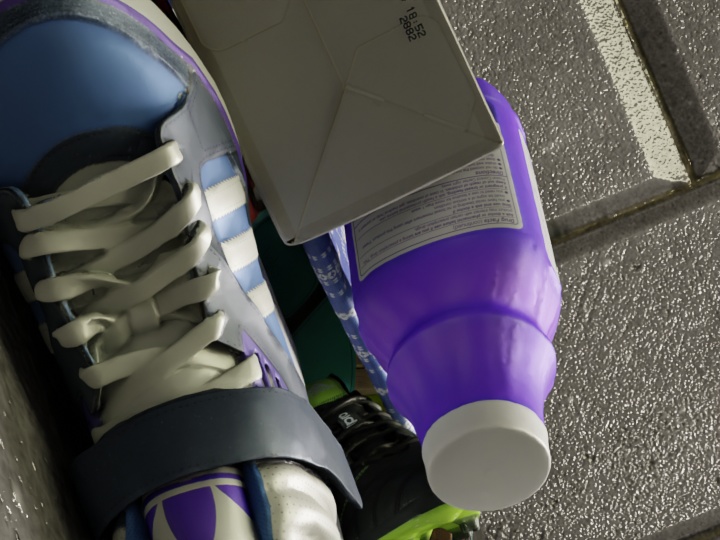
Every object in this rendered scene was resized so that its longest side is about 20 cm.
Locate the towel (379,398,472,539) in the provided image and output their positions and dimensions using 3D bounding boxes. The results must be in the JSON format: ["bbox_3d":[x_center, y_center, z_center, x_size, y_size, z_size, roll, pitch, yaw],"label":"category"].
[{"bbox_3d":[0.026,0.042,1.103,0.147,0.022,0.201,23,-68,61],"label":"towel"}]

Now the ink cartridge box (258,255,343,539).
[{"bbox_3d":[-0.061,0.017,0.797,0.163,0.050,0.201,-107,175,-52],"label":"ink cartridge box"}]

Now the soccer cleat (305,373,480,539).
[{"bbox_3d":[-0.004,0.085,0.897,0.081,0.067,0.200,71,-18,1],"label":"soccer cleat"}]

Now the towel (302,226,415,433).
[{"bbox_3d":[0.000,0.000,0.955,0.145,0.024,0.201,-104,169,-57],"label":"towel"}]

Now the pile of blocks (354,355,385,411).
[{"bbox_3d":[-0.016,0.032,1.093,0.082,0.062,0.201,40,-54,55],"label":"pile of blocks"}]

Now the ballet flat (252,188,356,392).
[{"bbox_3d":[-0.048,0.010,0.985,0.064,0.076,0.200,32,-22,27],"label":"ballet flat"}]

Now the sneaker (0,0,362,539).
[{"bbox_3d":[-0.054,0.023,0.601,0.147,0.080,0.201,-115,-174,-50],"label":"sneaker"}]

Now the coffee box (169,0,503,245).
[{"bbox_3d":[-0.013,-0.074,0.744,0.200,0.079,0.114,-72,137,-89],"label":"coffee box"}]

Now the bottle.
[{"bbox_3d":[0.039,0.006,0.846,0.201,0.083,0.065,-99,166,-47],"label":"bottle"}]

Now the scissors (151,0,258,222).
[{"bbox_3d":[-0.078,-0.099,0.728,0.073,0.014,0.201,-104,170,-59],"label":"scissors"}]
